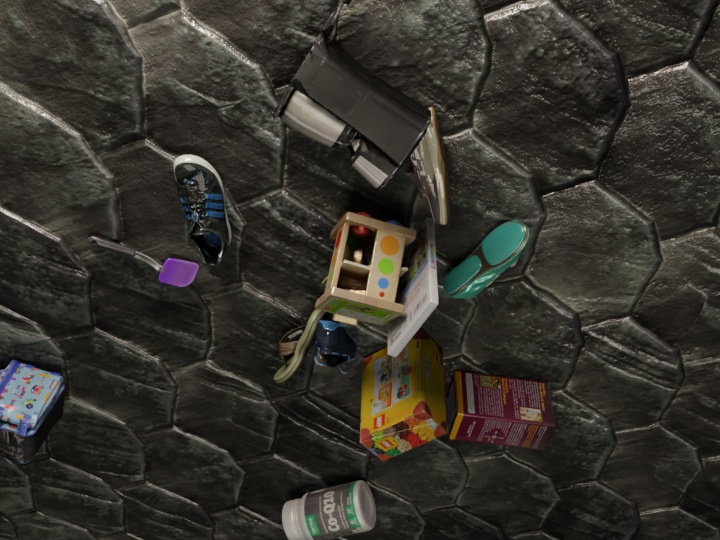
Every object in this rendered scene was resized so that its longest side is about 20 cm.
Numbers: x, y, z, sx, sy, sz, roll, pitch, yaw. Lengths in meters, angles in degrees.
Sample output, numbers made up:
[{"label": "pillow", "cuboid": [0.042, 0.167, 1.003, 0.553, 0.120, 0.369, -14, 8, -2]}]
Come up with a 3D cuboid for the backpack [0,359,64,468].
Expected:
[{"label": "backpack", "cuboid": [-0.709, 0.267, 1.749, 0.197, 0.183, 0.136, 19, 124, 1]}]

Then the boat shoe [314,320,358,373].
[{"label": "boat shoe", "cuboid": [-0.056, 0.146, 1.629, 0.083, 0.070, 0.200, 6, 163, 16]}]

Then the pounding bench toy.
[{"label": "pounding bench toy", "cuboid": [0.000, 0.000, 1.499, 0.122, 0.158, 0.200, 14, 164, -12]}]

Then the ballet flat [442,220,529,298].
[{"label": "ballet flat", "cuboid": [0.228, -0.017, 1.529, 0.070, 0.068, 0.200, 12, 138, -43]}]

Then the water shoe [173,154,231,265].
[{"label": "water shoe", "cuboid": [-0.256, -0.096, 1.453, 0.070, 0.080, 0.202, -8, 132, 9]}]

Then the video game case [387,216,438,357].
[{"label": "video game case", "cuboid": [0.085, 0.025, 1.469, 0.018, 0.202, 0.144, 20, 131, -17]}]

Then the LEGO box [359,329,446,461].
[{"label": "LEGO box", "cuboid": [0.079, 0.233, 1.662, 0.148, 0.202, 0.077, -29, 126, 27]}]

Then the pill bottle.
[{"label": "pill bottle", "cuboid": [-0.072, 0.558, 2.028, 0.198, 0.114, 0.114, -18, 130, 17]}]

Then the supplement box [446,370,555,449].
[{"label": "supplement box", "cuboid": [0.277, 0.279, 1.758, 0.197, 0.111, 0.086, 8, 134, -5]}]

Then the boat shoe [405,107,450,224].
[{"label": "boat shoe", "cuboid": [0.103, -0.161, 1.391, 0.064, 0.072, 0.202, -4, 129, 13]}]

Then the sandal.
[{"label": "sandal", "cuboid": [-0.120, 0.133, 1.675, 0.057, 0.080, 0.202, 32, 125, 3]}]

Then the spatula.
[{"label": "spatula", "cuboid": [-0.388, -0.020, 1.566, 0.198, 0.021, 0.057, 22, 117, -14]}]

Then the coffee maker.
[{"label": "coffee maker", "cuboid": [0.002, -0.240, 1.249, 0.199, 0.135, 0.192, 32, 132, -9]}]
